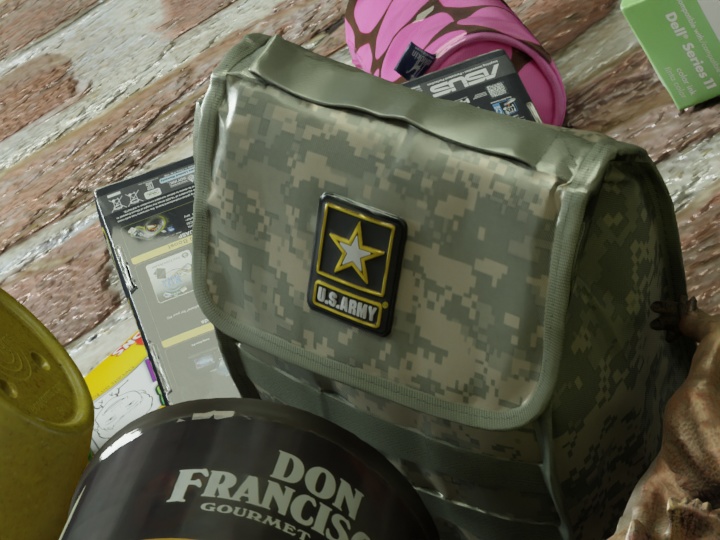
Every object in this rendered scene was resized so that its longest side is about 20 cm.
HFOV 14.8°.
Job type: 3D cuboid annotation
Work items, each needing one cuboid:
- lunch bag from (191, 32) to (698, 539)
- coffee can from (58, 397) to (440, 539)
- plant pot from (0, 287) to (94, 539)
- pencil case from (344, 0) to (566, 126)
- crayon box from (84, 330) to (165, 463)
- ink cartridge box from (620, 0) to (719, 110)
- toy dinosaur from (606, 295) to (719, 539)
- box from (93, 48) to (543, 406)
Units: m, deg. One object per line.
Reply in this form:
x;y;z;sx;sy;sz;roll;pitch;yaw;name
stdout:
0.030;0.009;1.022;0.163;0.200;0.118;19;58;30;lunch bag
-0.057;0.161;0.966;0.146;0.147;0.200;-22;25;24;coffee can
-0.197;0.080;1.198;0.142;0.200;0.200;-45;19;15;plant pot
0.042;-0.112;1.477;0.094;0.091;0.200;-44;19;8;pencil case
-0.049;0.055;1.282;0.200;0.058;0.172;-43;25;-23;crayon box
0.236;-0.161;1.343;0.199;0.067;0.117;-20;25;30;ink cartridge box
0.154;0.062;0.941;0.200;0.086;0.136;-35;32;11;toy dinosaur
0.000;0.000;1.202;0.199;0.049;0.162;-20;49;-6;box
